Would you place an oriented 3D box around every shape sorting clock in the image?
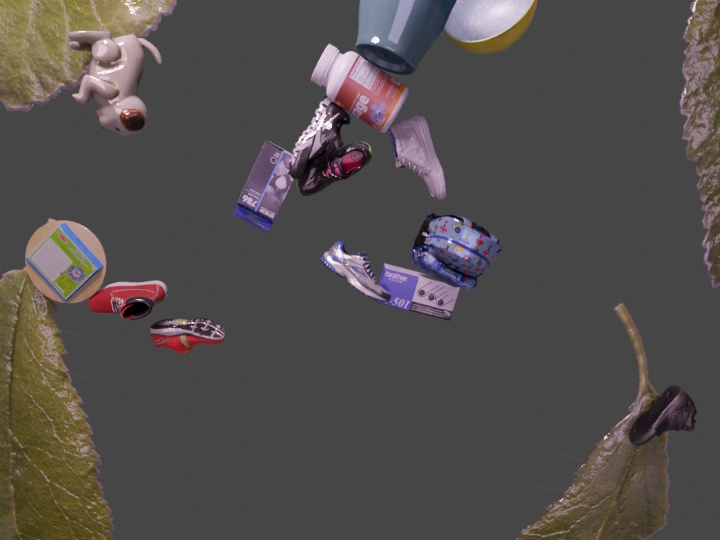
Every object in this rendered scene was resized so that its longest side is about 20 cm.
[{"bbox_3d":[-0.720,-0.020,1.268,0.196,0.039,0.204,1,101,3],"label":"shape sorting clock"}]

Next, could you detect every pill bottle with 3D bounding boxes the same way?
[{"bbox_3d":[-0.003,-0.400,1.132,0.198,0.112,0.113,29,104,-9],"label":"pill bottle"}]

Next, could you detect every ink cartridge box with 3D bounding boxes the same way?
[{"bbox_3d":[-0.222,-0.193,1.228,0.098,0.039,0.202,25,105,-9],"label":"ink cartridge box"},{"bbox_3d":[0.143,0.055,1.308,0.197,0.044,0.096,15,104,-5],"label":"ink cartridge box"}]

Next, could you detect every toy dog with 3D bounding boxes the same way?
[{"bbox_3d":[-0.528,-0.397,1.124,0.192,0.139,0.204,-16,109,-35],"label":"toy dog"}]

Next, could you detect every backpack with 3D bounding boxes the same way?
[{"bbox_3d":[0.223,-0.045,1.188,0.181,0.200,0.136,29,86,-10],"label":"backpack"}]

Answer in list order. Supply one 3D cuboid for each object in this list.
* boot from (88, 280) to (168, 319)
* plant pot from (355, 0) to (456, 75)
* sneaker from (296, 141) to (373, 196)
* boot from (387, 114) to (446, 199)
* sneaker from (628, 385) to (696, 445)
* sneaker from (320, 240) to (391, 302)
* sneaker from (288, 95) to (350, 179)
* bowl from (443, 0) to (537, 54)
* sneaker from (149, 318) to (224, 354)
[{"bbox_3d":[-0.584,0.083,1.249,0.196,0.145,0.074,-10,109,3],"label":"boot"},{"bbox_3d":[0.082,-0.510,1.036,0.197,0.200,0.191,20,94,-7],"label":"plant pot"},{"bbox_3d":[-0.063,-0.238,1.194,0.198,0.084,0.077,-30,105,7],"label":"sneaker"},{"bbox_3d":[0.126,-0.249,1.195,0.094,0.074,0.203,-21,98,-9],"label":"boot"},{"bbox_3d":[0.838,0.423,1.418,0.114,0.076,0.200,39,97,-5],"label":"sneaker"},{"bbox_3d":[0.000,0.000,1.258,0.199,0.077,0.086,36,91,6],"label":"sneaker"},{"bbox_3d":[-0.088,-0.286,1.160,0.090,0.066,0.202,29,87,8],"label":"sneaker"},{"bbox_3d":[0.280,-0.529,1.089,0.199,0.201,0.107,-39,146,10],"label":"bowl"},{"bbox_3d":[-0.438,0.173,1.323,0.196,0.077,0.086,3,113,9],"label":"sneaker"}]
